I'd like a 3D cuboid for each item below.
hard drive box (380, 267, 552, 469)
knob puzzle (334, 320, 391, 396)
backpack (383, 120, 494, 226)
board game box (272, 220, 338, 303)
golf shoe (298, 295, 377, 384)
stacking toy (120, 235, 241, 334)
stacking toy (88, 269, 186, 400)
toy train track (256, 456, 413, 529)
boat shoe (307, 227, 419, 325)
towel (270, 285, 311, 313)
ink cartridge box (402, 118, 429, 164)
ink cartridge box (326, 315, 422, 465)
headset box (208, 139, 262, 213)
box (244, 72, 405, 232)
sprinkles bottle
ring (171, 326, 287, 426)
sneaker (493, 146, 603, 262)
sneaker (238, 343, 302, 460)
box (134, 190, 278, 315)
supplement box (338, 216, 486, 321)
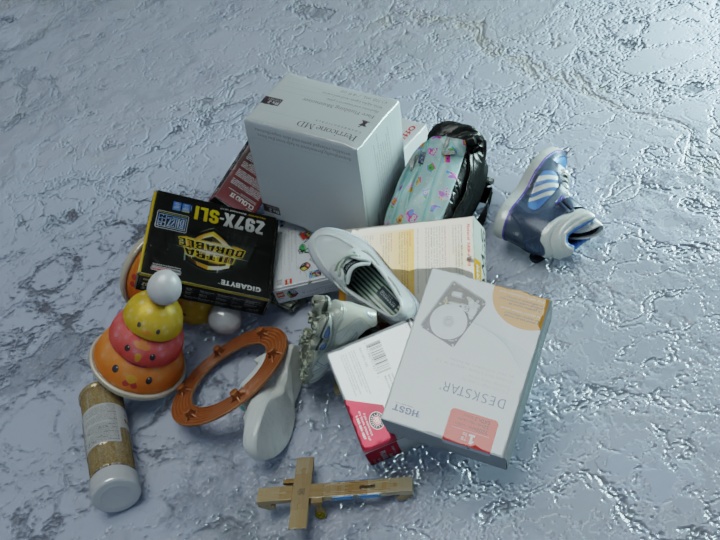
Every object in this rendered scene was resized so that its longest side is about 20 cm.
[{"bbox_3d":[0.131,0.117,1.205,0.155,0.077,0.201,15,72,14],"label":"hard drive box"},{"bbox_3d":[0.066,0.097,1.414,0.219,0.031,0.220,-12,42,11],"label":"knob puzzle"},{"bbox_3d":[0.119,-0.107,1.519,0.126,0.167,0.201,14,68,26],"label":"backpack"},{"bbox_3d":[-0.075,-0.044,1.576,0.126,0.035,0.201,-12,46,9],"label":"board game box"},{"bbox_3d":[-0.032,0.103,1.353,0.097,0.200,0.079,3,64,-13],"label":"golf shoe"},{"bbox_3d":[-0.261,0.033,1.554,0.200,0.146,0.146,31,63,26],"label":"stacking toy"},{"bbox_3d":[-0.306,0.076,1.446,0.145,0.201,0.146,15,37,-12],"label":"stacking toy"},{"bbox_3d":[-0.031,0.287,1.263,0.199,0.033,0.115,-7,37,9],"label":"toy train track"},{"bbox_3d":[0.000,0.000,1.347,0.200,0.067,0.074,36,91,24],"label":"boat shoe"},{"bbox_3d":[-0.106,-0.034,1.620,0.200,0.035,0.192,-42,45,-22],"label":"towel"},{"bbox_3d":[0.010,-0.194,1.698,0.199,0.085,0.146,18,56,37],"label":"ink cartridge box"},{"bbox_3d":[0.076,0.143,1.291,0.199,0.083,0.146,-22,66,-1],"label":"ink cartridge box"},{"bbox_3d":[-0.182,-0.159,1.668,0.200,0.075,0.149,-59,11,-11],"label":"headset box"},{"bbox_3d":[-0.047,-0.167,1.514,0.198,0.201,0.131,18,51,23],"label":"box"},{"bbox_3d":[-0.358,0.245,1.413,0.068,0.068,0.200,-24,42,-2],"label":"sprinkles bottle"},{"bbox_3d":[-0.192,0.146,1.432,0.200,0.019,0.201,-28,25,14],"label":"ring"},{"bbox_3d":[0.304,-0.094,1.483,0.146,0.081,0.200,22,54,28],"label":"sneaker"},{"bbox_3d":[-0.139,0.187,1.387,0.088,0.075,0.200,-10,33,20],"label":"sneaker"},{"bbox_3d":[-0.230,-0.028,1.514,0.199,0.049,0.160,13,51,-13],"label":"box"},{"bbox_3d":[0.073,0.002,1.397,0.199,0.074,0.127,-4,75,19],"label":"supplement box"}]
